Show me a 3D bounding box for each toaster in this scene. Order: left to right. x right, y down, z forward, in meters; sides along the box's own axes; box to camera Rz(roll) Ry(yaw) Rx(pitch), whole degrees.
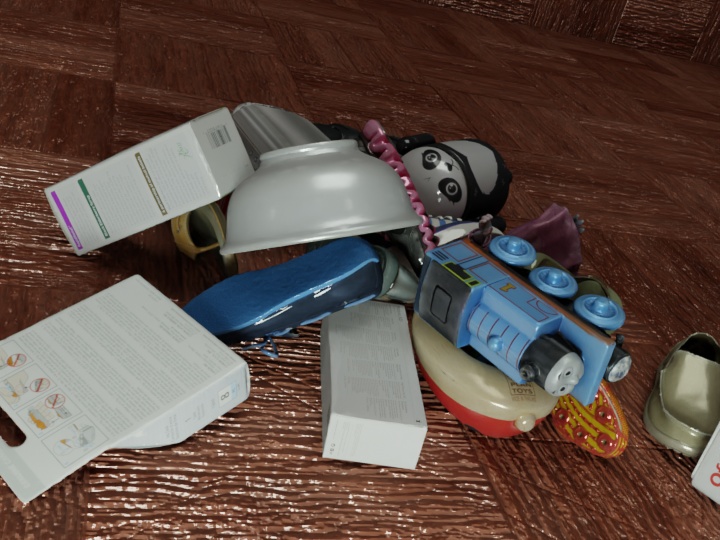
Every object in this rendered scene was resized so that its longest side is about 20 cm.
[{"bbox_3d":[-0.091,-0.128,1.071,0.200,0.114,0.129,1,40,-52],"label":"toaster"}]

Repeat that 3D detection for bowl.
[{"bbox_3d":[-0.043,-0.074,0.837,0.200,0.091,0.201,-8,4,1],"label":"bowl"}]

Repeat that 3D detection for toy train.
[{"bbox_3d":[0.144,0.043,0.781,0.114,0.087,0.200,-19,44,-34],"label":"toy train"}]

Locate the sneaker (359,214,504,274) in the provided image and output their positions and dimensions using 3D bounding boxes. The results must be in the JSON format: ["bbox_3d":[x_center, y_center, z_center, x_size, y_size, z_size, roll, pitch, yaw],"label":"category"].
[{"bbox_3d":[0.067,-0.053,1.079,0.199,0.081,0.147,-11,43,-31],"label":"sneaker"}]

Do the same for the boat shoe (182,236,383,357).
[{"bbox_3d":[-0.071,0.040,0.802,0.199,0.069,0.084,-17,44,8],"label":"boat shoe"}]

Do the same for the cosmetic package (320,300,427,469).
[{"bbox_3d":[0.006,0.096,0.796,0.082,0.051,0.200,8,27,-7],"label":"cosmetic package"}]

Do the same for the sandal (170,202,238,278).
[{"bbox_3d":[-0.186,-0.050,0.953,0.054,0.081,0.200,-26,47,-19],"label":"sandal"}]

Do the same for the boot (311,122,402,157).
[{"bbox_3d":[-0.038,-0.167,1.246,0.200,0.077,0.168,28,25,37],"label":"boot"}]

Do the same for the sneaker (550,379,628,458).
[{"bbox_3d":[0.213,0.107,0.868,0.077,0.073,0.200,13,28,-29],"label":"sneaker"}]

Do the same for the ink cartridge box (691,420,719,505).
[{"bbox_3d":[0.416,0.179,0.749,0.086,0.147,0.200,-10,36,-43],"label":"ink cartridge box"}]

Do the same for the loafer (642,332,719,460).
[{"bbox_3d":[0.343,0.123,0.906,0.075,0.068,0.200,20,27,9],"label":"loafer"}]

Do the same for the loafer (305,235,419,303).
[{"bbox_3d":[0.000,0.000,0.947,0.063,0.072,0.200,27,0,-28],"label":"loafer"}]

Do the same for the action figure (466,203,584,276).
[{"bbox_3d":[0.162,-0.012,1.018,0.199,0.134,0.149,-19,11,-20],"label":"action figure"}]

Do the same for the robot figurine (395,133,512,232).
[{"bbox_3d":[0.126,-0.116,1.184,0.150,0.125,0.200,15,21,38],"label":"robot figurine"}]

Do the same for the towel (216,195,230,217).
[{"bbox_3d":[-0.208,-0.097,1.085,0.199,0.023,0.145,13,27,-6],"label":"towel"}]

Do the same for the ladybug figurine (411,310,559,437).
[{"bbox_3d":[0.115,0.093,0.836,0.135,0.072,0.200,6,28,-18],"label":"ladybug figurine"}]

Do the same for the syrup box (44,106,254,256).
[{"bbox_3d":[-0.215,-0.089,0.885,0.199,0.082,0.079,-17,13,27],"label":"syrup box"}]

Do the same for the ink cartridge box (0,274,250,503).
[{"bbox_3d":[-0.216,0.096,0.705,0.160,0.047,0.200,34,49,32],"label":"ink cartridge box"}]

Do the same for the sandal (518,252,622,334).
[{"bbox_3d":[0.240,0.037,0.955,0.057,0.080,0.201,4,-11,43],"label":"sandal"}]

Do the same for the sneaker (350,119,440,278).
[{"bbox_3d":[0.023,-0.068,0.978,0.200,0.095,0.079,65,5,21],"label":"sneaker"}]
